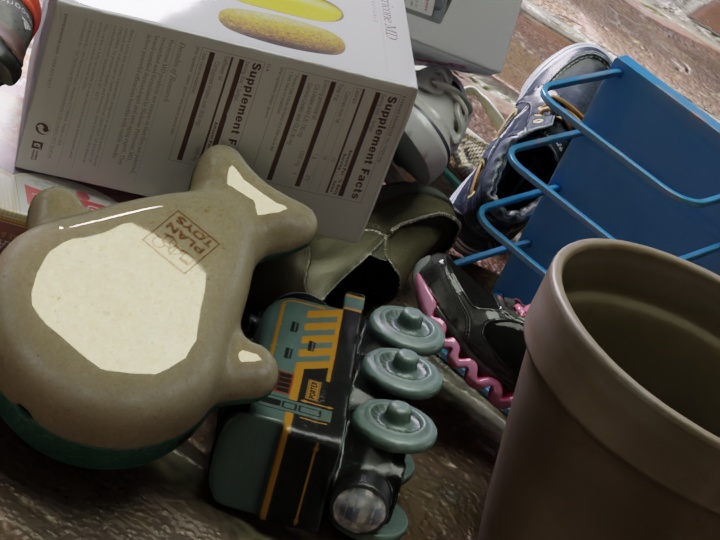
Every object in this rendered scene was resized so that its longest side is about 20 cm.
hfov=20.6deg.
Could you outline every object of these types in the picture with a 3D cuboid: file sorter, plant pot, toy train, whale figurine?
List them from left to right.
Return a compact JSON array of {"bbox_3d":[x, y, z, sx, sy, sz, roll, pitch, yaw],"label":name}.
[{"bbox_3d":[-0.109,0.020,1.015,0.159,0.104,0.200,37,51,9],"label":"whale figurine"},{"bbox_3d":[-0.018,0.072,1.083,0.114,0.085,0.200,16,27,-3],"label":"toy train"},{"bbox_3d":[0.145,-0.010,1.255,0.139,0.200,0.123,41,32,25],"label":"file sorter"},{"bbox_3d":[0.153,0.110,1.066,0.199,0.174,0.200,22,26,-11],"label":"plant pot"}]

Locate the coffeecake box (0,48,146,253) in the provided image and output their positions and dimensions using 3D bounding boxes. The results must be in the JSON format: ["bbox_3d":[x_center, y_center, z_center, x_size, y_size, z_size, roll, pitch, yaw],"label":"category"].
[{"bbox_3d":[-0.189,-0.051,1.142,0.153,0.073,0.200,16,29,-26],"label":"coffeecake box"}]

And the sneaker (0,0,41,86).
[{"bbox_3d":[-0.269,-0.103,1.063,0.082,0.199,0.077,-97,163,-44],"label":"sneaker"}]

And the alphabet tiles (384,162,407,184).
[{"bbox_3d":[-0.033,-0.128,1.390,0.200,0.015,0.196,49,2,37],"label":"alphabet tiles"}]

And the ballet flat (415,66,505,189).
[{"bbox_3d":[0.056,-0.114,1.490,0.200,0.075,0.068,38,-5,19],"label":"ballet flat"}]

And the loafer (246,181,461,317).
[{"bbox_3d":[0.000,0.000,1.248,0.200,0.075,0.070,-20,58,-46],"label":"loafer"}]

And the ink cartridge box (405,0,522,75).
[{"bbox_3d":[-0.014,-0.198,1.279,0.199,0.086,0.147,15,2,-35],"label":"ink cartridge box"}]

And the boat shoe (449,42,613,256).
[{"bbox_3d":[0.138,-0.094,1.405,0.071,0.091,0.200,38,66,-6],"label":"boat shoe"}]

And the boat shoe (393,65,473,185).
[{"bbox_3d":[0.042,-0.102,1.300,0.072,0.066,0.200,52,0,-3],"label":"boat shoe"}]

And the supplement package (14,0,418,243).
[{"bbox_3d":[-0.081,-0.109,1.104,0.199,0.110,0.114,12,35,-14],"label":"supplement package"}]

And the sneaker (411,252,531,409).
[{"bbox_3d":[0.118,0.052,1.175,0.200,0.095,0.079,44,13,-6],"label":"sneaker"}]
